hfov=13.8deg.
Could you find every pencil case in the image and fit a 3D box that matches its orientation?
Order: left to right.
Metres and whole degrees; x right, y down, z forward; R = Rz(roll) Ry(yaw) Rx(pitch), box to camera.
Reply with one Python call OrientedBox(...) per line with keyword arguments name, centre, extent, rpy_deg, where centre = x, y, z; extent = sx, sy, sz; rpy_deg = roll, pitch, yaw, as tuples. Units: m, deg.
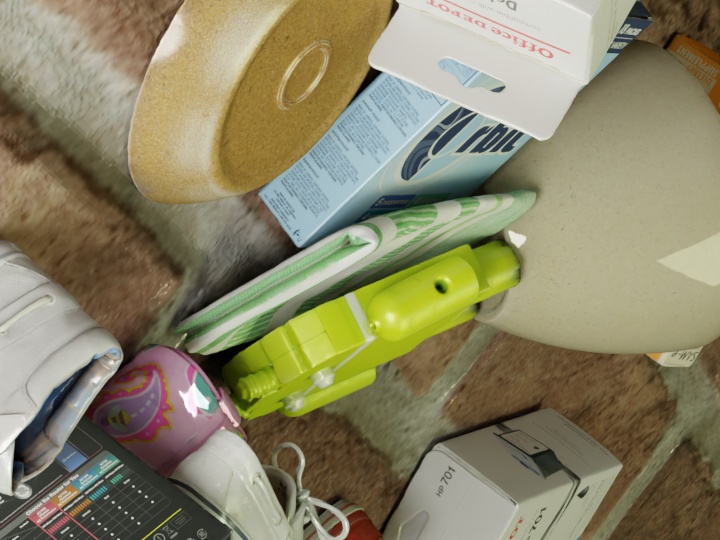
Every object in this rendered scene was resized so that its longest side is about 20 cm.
OrientedBox(name="pencil case", centre=(-0.150, 0.133, 1.621), extent=(0.200, 0.087, 0.088), rpy_deg=(-46, 159, -22))

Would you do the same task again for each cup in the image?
OrientedBox(name="cup", centre=(0.129, -0.033, 1.866), extent=(0.142, 0.201, 0.201), rpy_deg=(-14, 142, -26))

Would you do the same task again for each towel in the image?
OrientedBox(name="towel", centre=(0.000, 0.000, 1.729), extent=(0.152, 0.024, 0.200), rpy_deg=(-31, 170, 29))

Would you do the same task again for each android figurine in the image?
OrientedBox(name="android figurine", centre=(-0.001, 0.040, 1.771), extent=(0.199, 0.041, 0.182), rpy_deg=(-24, 172, -32))

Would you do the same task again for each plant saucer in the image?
OrientedBox(name="plant saucer", centre=(-0.041, -0.110, 1.548), extent=(0.200, 0.035, 0.201), rpy_deg=(-45, 158, -24))

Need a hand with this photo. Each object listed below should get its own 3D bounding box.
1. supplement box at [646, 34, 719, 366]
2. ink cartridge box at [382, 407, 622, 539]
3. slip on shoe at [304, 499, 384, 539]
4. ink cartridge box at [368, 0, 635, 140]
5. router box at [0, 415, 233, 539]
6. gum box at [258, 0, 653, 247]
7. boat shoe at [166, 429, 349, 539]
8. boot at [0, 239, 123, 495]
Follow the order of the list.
OrientedBox(name="supplement box", centre=(0.228, -0.048, 2.112), extent=(0.201, 0.126, 0.073), rpy_deg=(-58, 160, 10))
OrientedBox(name="ink cartridge box", centre=(0.098, 0.197, 2.278), extent=(0.147, 0.086, 0.200), rpy_deg=(-61, 160, 20))
OrientedBox(name="slip on shoe", centre=(-0.053, 0.245, 2.054), extent=(0.200, 0.061, 0.074), rpy_deg=(-45, 160, -21))
OrientedBox(name="ink cartridge box", centre=(0.094, -0.178, 1.562), extent=(0.201, 0.117, 0.067), rpy_deg=(-60, 166, -26))
OrientedBox(name="router box", centre=(-0.184, 0.158, 1.494), extent=(0.200, 0.150, 0.062), rpy_deg=(-37, 154, -36))
OrientedBox(name="gum box", centre=(0.057, -0.094, 1.702), extent=(0.200, 0.045, 0.170), rpy_deg=(-43, 164, 21))
OrientedBox(name="boat shoe", centre=(-0.052, 0.138, 1.645), extent=(0.086, 0.074, 0.202), rpy_deg=(-53, 150, -13))
OrientedBox(name="boot", centre=(-0.203, 0.077, 1.401), extent=(0.200, 0.095, 0.074), rpy_deg=(-47, 159, -19))
